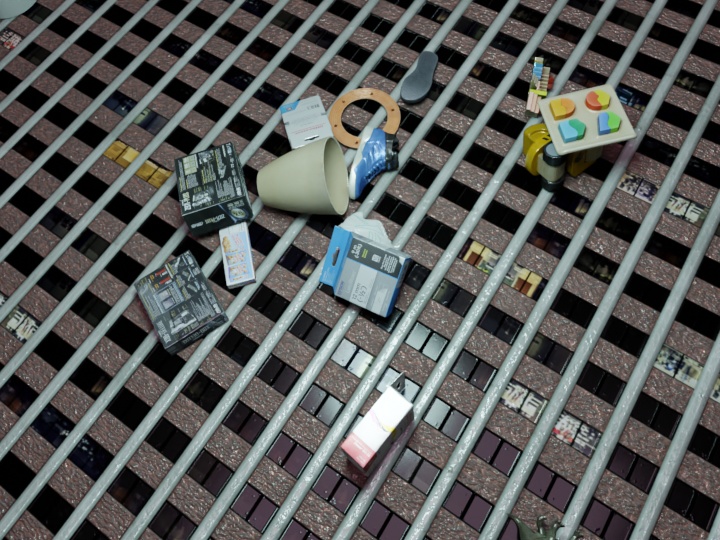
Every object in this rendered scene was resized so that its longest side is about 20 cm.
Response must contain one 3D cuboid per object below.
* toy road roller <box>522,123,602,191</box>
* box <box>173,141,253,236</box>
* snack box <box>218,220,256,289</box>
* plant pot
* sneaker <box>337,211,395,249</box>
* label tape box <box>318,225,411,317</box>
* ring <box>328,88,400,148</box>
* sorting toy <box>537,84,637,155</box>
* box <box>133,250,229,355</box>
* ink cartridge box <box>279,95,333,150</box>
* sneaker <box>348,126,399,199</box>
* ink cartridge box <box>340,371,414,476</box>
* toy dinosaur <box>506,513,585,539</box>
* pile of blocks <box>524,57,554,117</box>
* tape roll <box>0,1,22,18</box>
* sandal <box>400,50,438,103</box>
[{"bbox_3d":[0.494,-0.313,1.544,0.198,0.124,0.146,-32,55,-10],"label":"toy road roller"},{"bbox_3d":[-0.372,-0.207,1.567,0.161,0.087,0.202,-18,55,-4],"label":"box"},{"bbox_3d":[-0.309,-0.056,1.540,0.070,0.024,0.203,-13,64,-2],"label":"snack box"},{"bbox_3d":[-0.149,-0.221,1.534,0.196,0.188,0.191,-6,63,16],"label":"plant pot"},{"bbox_3d":[0.040,-0.077,1.497,0.199,0.071,0.080,36,70,20],"label":"sneaker"},{"bbox_3d":[0.000,0.000,1.430,0.197,0.066,0.146,22,103,13],"label":"label tape box"},{"bbox_3d":[0.010,-0.411,1.684,0.196,0.019,0.204,-2,66,3],"label":"ring"},{"bbox_3d":[0.534,-0.366,1.472,0.181,0.037,0.203,-12,53,5],"label":"sorting toy"},{"bbox_3d":[-0.428,0.074,1.475,0.156,0.050,0.201,-32,66,-10],"label":"box"},{"bbox_3d":[-0.136,-0.364,1.618,0.114,0.067,0.202,-16,48,-3],"label":"ink cartridge box"},{"bbox_3d":[0.041,-0.267,1.581,0.109,0.077,0.203,15,71,7],"label":"sneaker"},{"bbox_3d":[0.051,0.318,1.283,0.067,0.117,0.200,35,73,20],"label":"ink cartridge box"},{"bbox_3d":[0.364,0.533,1.180,0.198,0.077,0.103,32,64,15],"label":"toy dinosaur"},{"bbox_3d":[0.483,-0.495,1.649,0.061,0.082,0.203,11,66,10],"label":"pile of blocks"},{"bbox_3d":[-1.139,-0.920,1.953,0.198,0.140,0.206,-2,64,3],"label":"tape roll"},{"bbox_3d":[0.168,-0.527,1.719,0.075,0.043,0.202,24,59,7],"label":"sandal"}]
